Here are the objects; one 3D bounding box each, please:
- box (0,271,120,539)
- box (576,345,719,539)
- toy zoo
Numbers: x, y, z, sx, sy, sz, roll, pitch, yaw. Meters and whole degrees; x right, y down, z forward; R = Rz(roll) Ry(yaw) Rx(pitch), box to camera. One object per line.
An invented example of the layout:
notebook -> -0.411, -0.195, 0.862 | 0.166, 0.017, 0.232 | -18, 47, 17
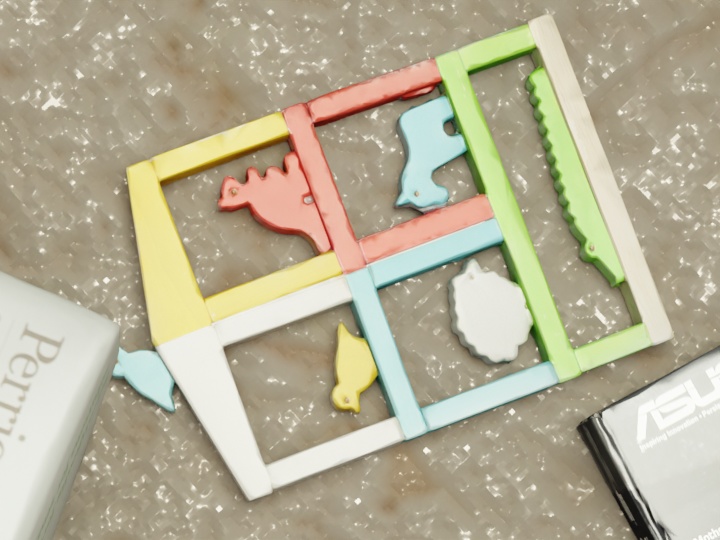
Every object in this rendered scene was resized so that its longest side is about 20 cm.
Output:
box -> -0.194, 0.092, 0.935 | 0.171, 0.200, 0.199 | 22, 75, -4
box -> 0.204, 0.078, 1.052 | 0.200, 0.049, 0.161 | -27, 84, -6
toy zoo -> 0.000, 0.000, 1.058 | 0.200, 0.020, 0.131 | -20, 86, -6
